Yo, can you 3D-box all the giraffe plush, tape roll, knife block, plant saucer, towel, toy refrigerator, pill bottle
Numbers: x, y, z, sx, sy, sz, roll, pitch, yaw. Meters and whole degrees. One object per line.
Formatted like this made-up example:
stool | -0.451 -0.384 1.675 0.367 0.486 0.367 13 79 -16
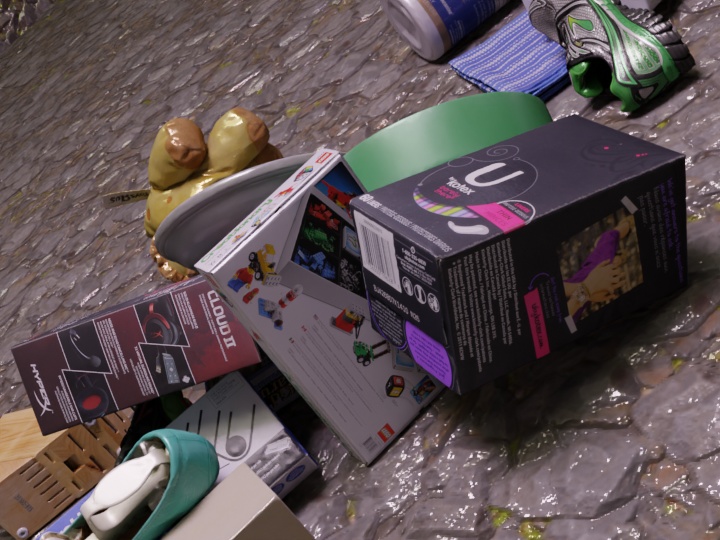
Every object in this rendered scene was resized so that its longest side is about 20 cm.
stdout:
giraffe plush | -0.160 -0.049 1.196 0.199 0.173 0.163 -24 50 1
tape roll | 0.066 -0.070 0.921 0.200 0.200 0.048 -26 71 18
knife block | -0.319 0.171 1.109 0.200 0.064 0.176 -39 29 -4
plant saucer | -0.077 -0.036 0.998 0.199 0.050 0.200 -20 -14 -5
towel | 0.184 -0.235 1.203 0.145 0.024 0.200 -36 28 -1
toy refrigerator | -0.122 0.233 0.781 0.200 0.076 0.070 -44 29 -12
pill bottle | 0.127 -0.349 1.345 0.200 0.111 0.111 -40 28 -5

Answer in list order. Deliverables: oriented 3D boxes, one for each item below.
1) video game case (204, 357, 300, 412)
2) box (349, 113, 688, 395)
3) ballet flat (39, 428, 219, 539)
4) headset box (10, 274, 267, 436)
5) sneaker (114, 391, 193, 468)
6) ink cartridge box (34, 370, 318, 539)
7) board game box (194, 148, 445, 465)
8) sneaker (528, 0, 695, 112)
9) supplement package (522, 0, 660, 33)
video game case | -0.061 0.037 1.041 0.181 0.046 0.200 -32 28 5
box | 0.111 -0.019 0.788 0.199 0.106 0.122 -22 30 -22
ballet flat | -0.185 0.186 0.803 0.200 0.070 0.067 -48 49 -1
headset box | -0.147 0.051 0.902 0.199 0.075 0.149 -19 4 7
sneaker | -0.180 0.141 0.988 0.084 0.077 0.200 -36 26 -7
ink cartridge box | -0.138 0.177 0.868 0.200 0.044 0.094 -41 65 -6
board game box | -0.011 0.029 0.832 0.126 0.200 0.035 -43 26 -14
sneaker | 0.211 -0.212 1.058 0.085 0.078 0.200 -41 38 -1
supplement package | 0.245 -0.377 1.150 0.147 0.192 0.200 1 38 50
